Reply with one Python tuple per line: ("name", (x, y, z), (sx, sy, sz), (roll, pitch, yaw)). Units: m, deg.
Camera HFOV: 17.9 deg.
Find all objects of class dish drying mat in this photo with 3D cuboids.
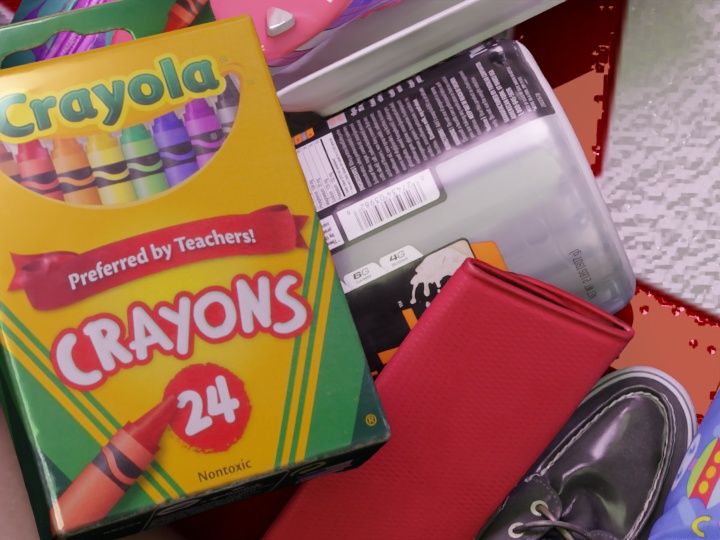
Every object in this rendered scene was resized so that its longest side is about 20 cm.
("dish drying mat", (0.022, 0.078, 0.901), (0.077, 0.018, 0.200), (23, 122, -19))

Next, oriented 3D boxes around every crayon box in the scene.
("crayon box", (-0.081, -0.011, 0.831), (0.126, 0.051, 0.201), (-16, 77, -18))

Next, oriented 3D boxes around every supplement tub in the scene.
("supplement tub", (0.000, 0.000, 0.927), (0.199, 0.123, 0.123), (-26, 81, 3))

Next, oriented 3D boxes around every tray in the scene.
("tray", (0.050, -0.113, 0.950), (0.199, 0.107, 0.022), (-26, 104, 3))

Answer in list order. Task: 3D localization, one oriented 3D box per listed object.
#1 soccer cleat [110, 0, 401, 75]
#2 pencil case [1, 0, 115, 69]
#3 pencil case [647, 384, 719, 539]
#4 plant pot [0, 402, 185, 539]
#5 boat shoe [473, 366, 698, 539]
("soccer cleat", (-0.014, -0.120, 0.944), (0.200, 0.077, 0.067), (-37, 65, -15))
("pencil case", (-0.125, -0.076, 0.966), (0.085, 0.092, 0.201), (28, 88, 8))
("pencil case", (0.183, 0.053, 0.916), (0.078, 0.087, 0.201), (25, 84, -12))
("plant pot", (-0.145, 0.139, 0.887), (0.174, 0.200, 0.201), (22, 86, 3))
("boat shoe", (0.071, 0.125, 0.931), (0.070, 0.066, 0.200), (38, 88, 9))
